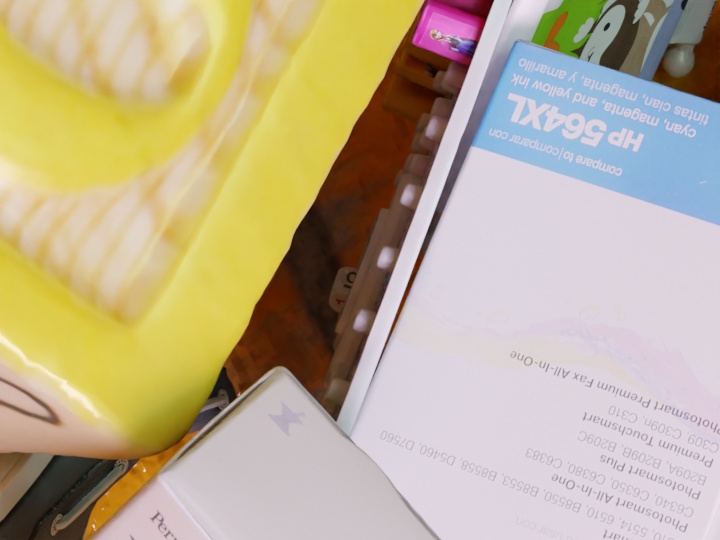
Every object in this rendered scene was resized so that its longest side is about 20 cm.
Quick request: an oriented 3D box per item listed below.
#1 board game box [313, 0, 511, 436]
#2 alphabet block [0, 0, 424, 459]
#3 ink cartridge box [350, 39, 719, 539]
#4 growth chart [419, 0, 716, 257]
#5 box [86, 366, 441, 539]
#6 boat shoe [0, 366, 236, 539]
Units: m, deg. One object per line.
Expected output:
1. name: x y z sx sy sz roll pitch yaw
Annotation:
1. board game box: 0.000 0.000 0.928 0.026 0.200 0.201 21 86 -1
2. alphabet block: -0.128 -0.072 0.847 0.195 0.200 0.197 37 69 -28
3. ink cartridge box: 0.080 0.051 0.955 0.201 0.125 0.129 -66 158 -10
4. growth chart: 0.088 -0.087 1.035 0.200 0.018 0.145 -34 150 -48
5. box: -0.065 0.119 0.823 0.082 0.200 0.068 47 40 3
6. boat shoe: -0.104 0.078 0.925 0.062 0.073 0.200 55 47 -20
